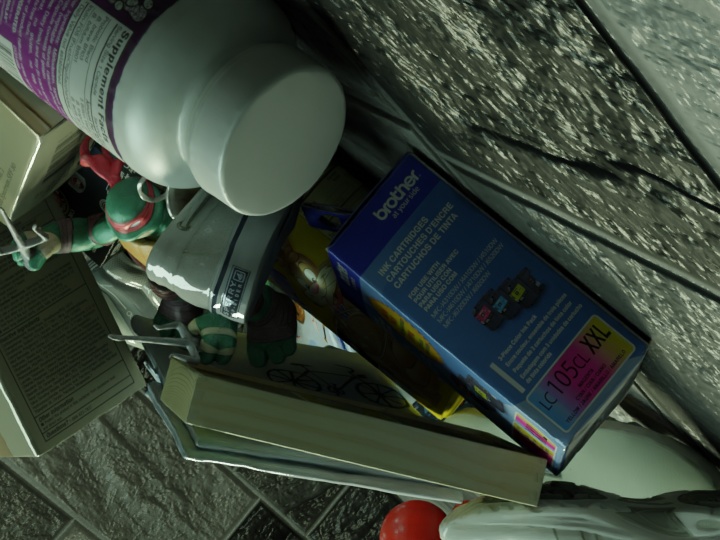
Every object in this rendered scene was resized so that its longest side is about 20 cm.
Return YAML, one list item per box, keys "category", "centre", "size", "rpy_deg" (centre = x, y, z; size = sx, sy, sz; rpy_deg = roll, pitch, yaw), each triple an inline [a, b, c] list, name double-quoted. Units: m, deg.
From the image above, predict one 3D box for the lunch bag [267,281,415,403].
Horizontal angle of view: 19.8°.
- category: "lunch bag"
  centre: [-0.024, 0.019, 1.489]
  size: [0.200, 0.075, 0.161]
  rpy_deg: [26, 139, 60]

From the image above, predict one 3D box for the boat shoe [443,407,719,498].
- category: "boat shoe"
  centre: [0.146, 0.114, 1.286]
  size: [0.200, 0.071, 0.071]
  rpy_deg: [11, -159, 35]

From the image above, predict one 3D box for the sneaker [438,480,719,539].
- category: "sneaker"
  centre: [0.143, 0.174, 1.176]
  size: [0.199, 0.100, 0.078]
  rpy_deg: [4, -176, 2]

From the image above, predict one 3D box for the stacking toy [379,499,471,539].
- category: "stacking toy"
  centre: [0.113, 0.193, 1.458]
  size: [0.199, 0.086, 0.085]
  rpy_deg: [-2, 165, 6]

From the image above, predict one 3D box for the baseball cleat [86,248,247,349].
- category: "baseball cleat"
  centre: [-0.101, 0.028, 1.411]
  size: [0.199, 0.106, 0.070]
  rpy_deg: [19, -137, -42]

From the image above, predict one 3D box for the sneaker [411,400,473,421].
- category: "sneaker"
  centre: [0.059, 0.093, 1.510]
  size: [0.200, 0.096, 0.079]
  rpy_deg: [33, 169, 50]

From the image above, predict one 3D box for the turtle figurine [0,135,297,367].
- category: "turtle figurine"
  centre: [-0.114, -0.002, 1.197]
  size: [0.149, 0.101, 0.200]
  rpy_deg: [32, 175, 28]

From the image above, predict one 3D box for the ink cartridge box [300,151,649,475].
- category: "ink cartridge box"
  centre: [0.057, 0.017, 1.143]
  size: [0.200, 0.076, 0.136]
  rpy_deg: [41, 173, 11]

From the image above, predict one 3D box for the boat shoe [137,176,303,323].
- category: "boat shoe"
  centre: [-0.077, -0.044, 1.123]
  size: [0.086, 0.075, 0.202]
  rpy_deg: [19, -146, 2]

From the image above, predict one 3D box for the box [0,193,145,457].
- category: "box"
  centre: [-0.225, 0.007, 1.269]
  size: [0.078, 0.095, 0.201]
  rpy_deg: [-7, 110, 53]

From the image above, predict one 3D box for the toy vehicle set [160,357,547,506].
- category: "toy vehicle set"
  centre: [-0.007, 0.088, 1.156]
  size: [0.199, 0.027, 0.124]
  rpy_deg: [14, 180, -11]

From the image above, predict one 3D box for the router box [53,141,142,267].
- category: "router box"
  centre: [-0.169, -0.112, 1.253]
  size: [0.150, 0.062, 0.200]
  rpy_deg: [43, 145, 4]

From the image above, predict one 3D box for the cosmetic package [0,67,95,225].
- category: "cosmetic package"
  centre: [-0.240, -0.135, 1.186]
  size: [0.200, 0.073, 0.104]
  rpy_deg: [42, 144, 6]

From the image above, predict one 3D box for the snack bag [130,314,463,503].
- category: "snack bag"
  centre: [-0.046, 0.083, 1.285]
  size: [0.188, 0.022, 0.200]
  rpy_deg: [10, -162, -24]

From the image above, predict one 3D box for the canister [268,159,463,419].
- category: "canister"
  centre: [0.000, 0.000, 1.303]
  size: [0.200, 0.087, 0.149]
  rpy_deg: [39, 172, 7]

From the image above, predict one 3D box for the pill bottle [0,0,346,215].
- category: "pill bottle"
  centre: [-0.103, -0.111, 1.055]
  size: [0.200, 0.112, 0.112]
  rpy_deg: [36, 172, 33]
